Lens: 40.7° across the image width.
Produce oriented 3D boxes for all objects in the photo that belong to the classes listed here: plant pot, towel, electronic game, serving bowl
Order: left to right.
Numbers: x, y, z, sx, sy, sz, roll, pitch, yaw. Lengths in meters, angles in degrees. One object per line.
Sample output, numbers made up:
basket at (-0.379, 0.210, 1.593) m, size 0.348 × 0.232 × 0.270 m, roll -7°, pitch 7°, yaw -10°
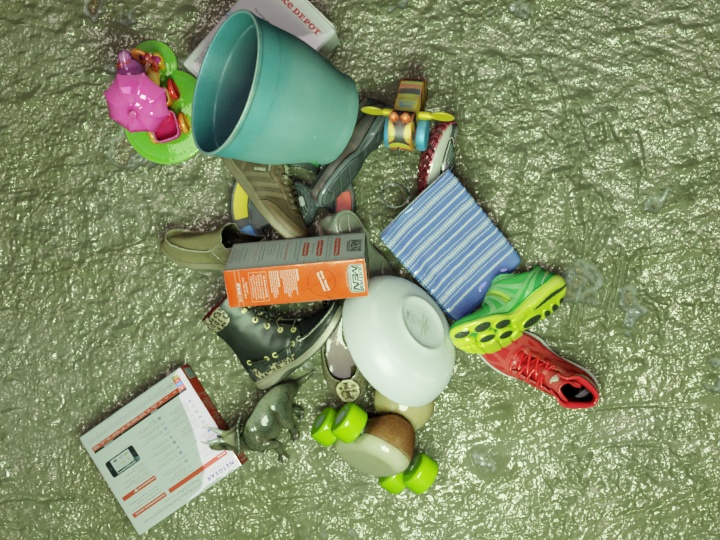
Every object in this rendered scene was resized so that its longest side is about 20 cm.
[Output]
plant pot at (-0.112, -0.239, 1.366) m, size 0.186 × 0.199 × 0.203 m, roll 13°, pitch 90°, yaw -33°
electronic game at (-0.105, -0.100, 1.503) m, size 0.197 × 0.042 × 0.203 m, roll 0°, pitch 88°, yaw 6°
serving bowl at (0.068, 0.089, 1.392) m, size 0.066 × 0.199 × 0.201 m, roll -37°, pitch 85°, yaw 37°
towel at (0.137, -0.031, 1.441) m, size 0.145 × 0.024 × 0.200 m, roll -43°, pitch 116°, yaw 2°

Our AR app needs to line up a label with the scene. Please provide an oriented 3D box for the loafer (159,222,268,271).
loafer at (-0.214, -0.039, 1.479) m, size 0.197 × 0.076 × 0.068 m, roll 11°, pitch 118°, yaw 15°

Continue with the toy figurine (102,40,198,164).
toy figurine at (-0.321, -0.271, 1.456) m, size 0.148 × 0.184 × 0.203 m, roll -17°, pitch 87°, yaw 5°

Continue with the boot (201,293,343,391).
boot at (-0.133, 0.075, 1.451) m, size 0.151 × 0.073 × 0.200 m, roll 45°, pitch 121°, yaw -9°

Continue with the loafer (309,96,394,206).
loafer at (-0.022, -0.182, 1.468) m, size 0.063 × 0.072 × 0.201 m, roll 32°, pitch 68°, yaw 15°

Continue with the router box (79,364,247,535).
router box at (-0.307, 0.278, 1.512) m, size 0.199 × 0.049 × 0.181 m, roll -33°, pitch 86°, yaw 4°

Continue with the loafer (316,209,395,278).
loafer at (0.000, 0.000, 1.476) m, size 0.072 × 0.062 × 0.202 m, roll -41°, pitch 111°, yaw -38°

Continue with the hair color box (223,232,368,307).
hair color box at (-0.087, -0.001, 1.378) m, size 0.197 × 0.102 × 0.062 m, roll -5°, pitch 114°, yaw 4°

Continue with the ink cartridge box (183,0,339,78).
ink cartridge box at (-0.149, -0.335, 1.490) m, size 0.145 × 0.084 × 0.200 m, roll 43°, pitch 93°, yaw 4°

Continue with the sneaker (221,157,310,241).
sneaker at (-0.128, -0.124, 1.452) m, size 0.075 × 0.070 × 0.201 m, roll -41°, pitch 79°, yaw 7°

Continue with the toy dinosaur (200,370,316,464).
toy dinosaur at (-0.133, 0.223, 1.461) m, size 0.200 × 0.103 × 0.077 m, roll -43°, pitch 41°, yaw -10°

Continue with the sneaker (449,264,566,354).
sneaker at (0.212, 0.057, 1.441) m, size 0.198 × 0.075 × 0.084 m, roll -27°, pitch 42°, yaw -18°

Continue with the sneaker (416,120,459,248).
sneaker at (0.124, -0.126, 1.468) m, size 0.074 × 0.081 × 0.203 m, roll 6°, pitch 98°, yaw -10°

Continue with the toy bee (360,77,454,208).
toy bee at (0.071, -0.211, 1.396) m, size 0.129 × 0.109 × 0.202 m, roll -12°, pitch 60°, yaw 0°

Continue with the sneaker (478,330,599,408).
sneaker at (0.265, 0.141, 1.425) m, size 0.198 × 0.116 × 0.079 m, roll 22°, pitch 91°, yaw 5°

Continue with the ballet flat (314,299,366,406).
ballet flat at (-0.034, 0.112, 1.489) m, size 0.066 × 0.046 × 0.203 m, roll -10°, pitch 88°, yaw 6°

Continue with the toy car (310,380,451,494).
toy car at (0.053, 0.204, 1.449) m, size 0.164 × 0.157 × 0.201 m, roll 36°, pitch 66°, yaw -13°
